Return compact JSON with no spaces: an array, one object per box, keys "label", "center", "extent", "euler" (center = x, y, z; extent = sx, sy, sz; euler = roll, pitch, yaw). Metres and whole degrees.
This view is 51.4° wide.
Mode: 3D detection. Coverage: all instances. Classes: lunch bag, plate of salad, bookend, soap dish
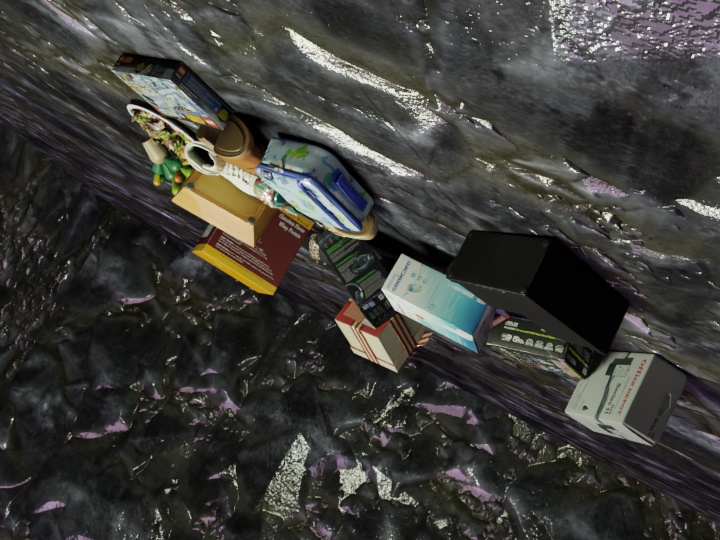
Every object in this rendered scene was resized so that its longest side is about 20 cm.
[{"label":"lunch bag","center":[-0.075,-0.148,1.318],"extent":[0.160,0.083,0.200],"euler":[19,166,34]},{"label":"plate of salad","center":[-0.433,-0.298,1.657],"extent":[0.199,0.048,0.200],"euler":[29,170,5]},{"label":"bookend","center":[0.277,0.032,1.182],"extent":[0.199,0.093,0.198],"euler":[33,171,-27]},{"label":"soap dish","center":[-0.272,-0.165,1.586],"extent":[0.199,0.158,0.081],"euler":[29,153,-2]}]

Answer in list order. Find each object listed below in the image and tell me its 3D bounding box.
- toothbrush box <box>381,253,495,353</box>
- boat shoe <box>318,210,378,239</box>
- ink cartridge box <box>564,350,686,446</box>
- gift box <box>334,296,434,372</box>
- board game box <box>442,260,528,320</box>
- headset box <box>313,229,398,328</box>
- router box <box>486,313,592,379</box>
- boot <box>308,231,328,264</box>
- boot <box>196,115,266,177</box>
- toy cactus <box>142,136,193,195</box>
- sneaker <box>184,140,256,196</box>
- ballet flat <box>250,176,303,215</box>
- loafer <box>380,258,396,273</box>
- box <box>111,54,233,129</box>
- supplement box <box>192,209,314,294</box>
[{"label":"toothbrush box","center":[0.155,0.065,1.458],"extent":[0.199,0.086,0.147],"euler":[28,170,20]},{"label":"boat shoe","center":[-0.026,-0.101,1.447],"extent":[0.199,0.074,0.069],"euler":[29,178,46]},{"label":"ink cartridge box","center":[0.493,0.233,1.403],"extent":[0.083,0.147,0.200],"euler":[32,168,-11]},{"label":"gift box","center":[0.075,0.142,2.023],"extent":[0.184,0.200,0.187],"euler":[25,154,40]},{"label":"board game box","center":[0.255,0.043,1.427],"extent":[0.199,0.041,0.200],"euler":[30,170,1]},{"label":"headset box","center":[0.000,0.000,1.597],"extent":[0.201,0.092,0.174],"euler":[56,-179,22]},{"label":"router box","center":[0.345,0.146,1.428],"extent":[0.149,0.063,0.200],"euler":[12,169,31]},{"label":"boot","center":[-0.038,-0.018,1.840],"extent":[0.150,0.074,0.200],"euler":[24,164,24]},{"label":"boot","center":[-0.199,-0.214,1.369],"extent":[0.154,0.074,0.200],"euler":[32,-179,-36]},{"label":"toy cactus","center":[-0.476,-0.265,1.875],"extent":[0.199,0.102,0.166],"euler":[19,146,55]},{"label":"sneaker","center":[-0.256,-0.196,1.488],"extent":[0.199,0.074,0.116],"euler":[29,-163,5]},{"label":"ballet flat","center":[-0.150,-0.153,1.454],"extent":[0.064,0.076,0.200],"euler":[23,-178,16]},{"label":"loafer","center":[0.104,0.027,1.694],"extent":[0.199,0.072,0.063],"euler":[17,168,40]},{"label":"box","center":[-0.333,-0.316,1.321],"extent":[0.199,0.040,0.137],"euler":[20,165,41]},{"label":"supplement box","center":[-0.256,-0.079,1.787],"extent":[0.197,0.201,0.133],"euler":[33,169,-20]}]
